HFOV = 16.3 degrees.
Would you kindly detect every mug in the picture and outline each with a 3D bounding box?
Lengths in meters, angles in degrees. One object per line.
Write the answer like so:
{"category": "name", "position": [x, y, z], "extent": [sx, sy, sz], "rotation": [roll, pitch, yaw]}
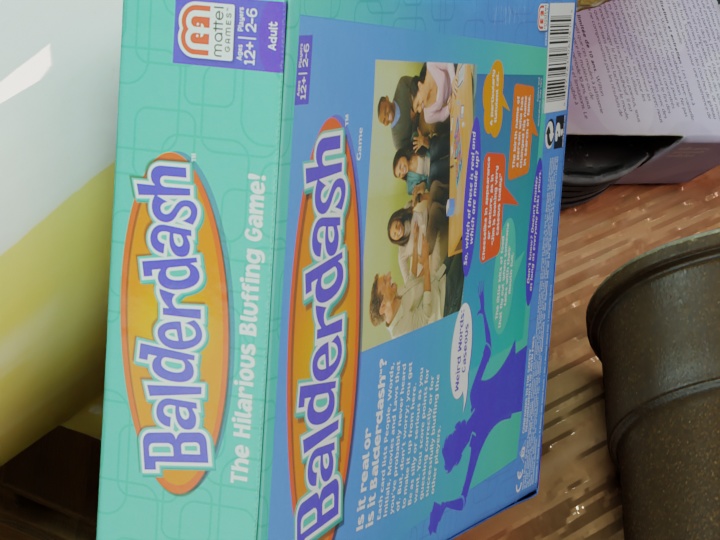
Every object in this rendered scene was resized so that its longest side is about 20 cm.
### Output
{"category": "mug", "position": [-0.117, 0.009, 0.609], "extent": [0.186, 0.150, 0.153], "rotation": [30, 46, 13]}

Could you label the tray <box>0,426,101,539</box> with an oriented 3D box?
{"category": "tray", "position": [-0.072, 0.006, 0.778], "extent": [0.098, 0.037, 0.201], "rotation": [26, 51, -29]}

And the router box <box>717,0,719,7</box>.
{"category": "router box", "position": [0.214, -0.115, 1.104], "extent": [0.201, 0.052, 0.157], "rotation": [54, 44, -6]}

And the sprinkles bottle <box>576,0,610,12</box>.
{"category": "sprinkles bottle", "position": [0.077, -0.155, 0.873], "extent": [0.068, 0.068, 0.200], "rotation": [46, 24, -13]}

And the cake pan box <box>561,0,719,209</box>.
{"category": "cake pan box", "position": [0.058, -0.124, 0.969], "extent": [0.183, 0.052, 0.201], "rotation": [-5, 71, -42]}

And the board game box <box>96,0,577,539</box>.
{"category": "board game box", "position": [0.000, 0.000, 0.649], "extent": [0.200, 0.045, 0.153], "rotation": [-14, 109, -66]}

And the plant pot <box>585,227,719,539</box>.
{"category": "plant pot", "position": [0.173, 0.111, 0.854], "extent": [0.199, 0.200, 0.200], "rotation": [20, 63, -34]}
